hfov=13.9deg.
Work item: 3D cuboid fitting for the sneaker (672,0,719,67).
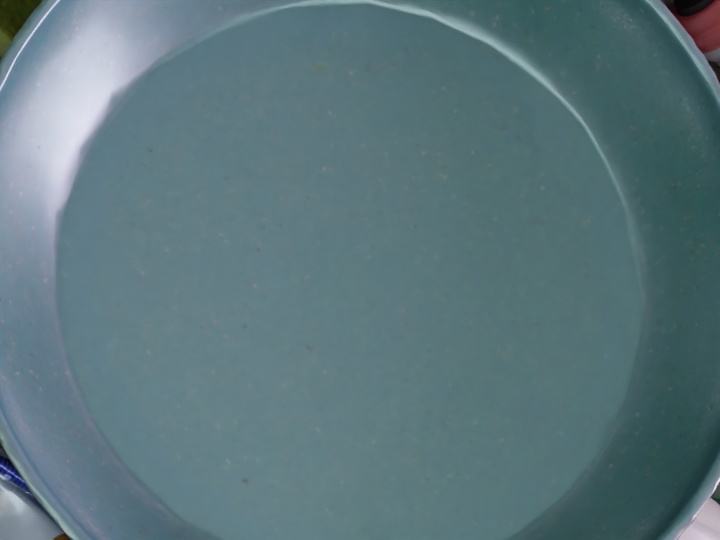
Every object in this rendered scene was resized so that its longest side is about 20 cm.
[{"bbox_3d":[0.189,-0.098,0.852,0.199,0.074,0.087,-33,105,0],"label":"sneaker"}]

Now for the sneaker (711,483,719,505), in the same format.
[{"bbox_3d":[0.185,0.099,0.843,0.199,0.071,0.081,11,89,4],"label":"sneaker"}]

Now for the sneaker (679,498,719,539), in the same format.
[{"bbox_3d":[0.033,0.012,0.816,0.199,0.073,0.085,35,82,9],"label":"sneaker"}]

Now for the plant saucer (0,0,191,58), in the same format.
[{"bbox_3d":[-0.067,-0.176,0.718,0.200,0.048,0.200,-38,115,14],"label":"plant saucer"}]

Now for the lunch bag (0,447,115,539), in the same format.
[{"bbox_3d":[-0.086,0.116,0.770,0.124,0.170,0.200,-45,94,-8],"label":"lunch bag"}]

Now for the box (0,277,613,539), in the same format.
[{"bbox_3d":[-0.005,0.062,0.788,0.199,0.121,0.033,28,67,4],"label":"box"}]

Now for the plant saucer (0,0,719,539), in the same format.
[{"bbox_3d":[0.000,0.000,0.722,0.198,0.036,0.201,3,74,-9],"label":"plant saucer"}]
